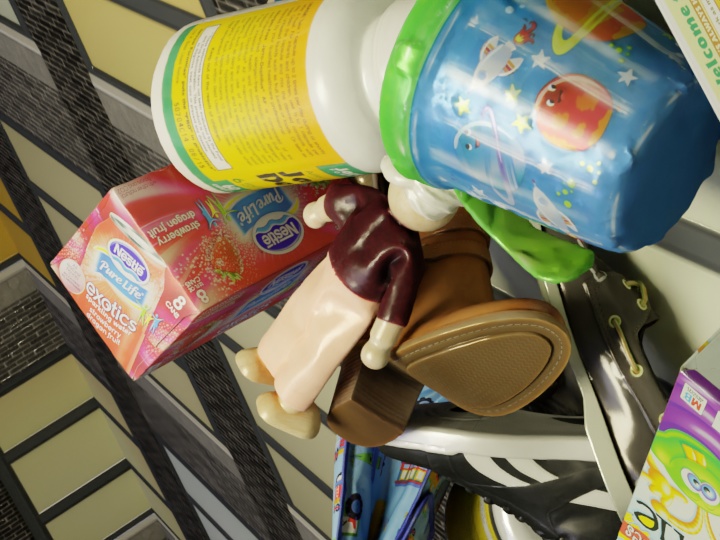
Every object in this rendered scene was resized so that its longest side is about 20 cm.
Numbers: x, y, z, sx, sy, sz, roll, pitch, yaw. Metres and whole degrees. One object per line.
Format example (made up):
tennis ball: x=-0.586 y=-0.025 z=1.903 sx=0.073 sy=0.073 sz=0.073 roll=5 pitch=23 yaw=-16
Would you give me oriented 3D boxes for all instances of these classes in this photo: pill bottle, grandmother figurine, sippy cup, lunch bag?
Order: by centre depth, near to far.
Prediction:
sippy cup: x=0.100 y=-0.077 z=0.745 sx=0.130 sy=0.140 sz=0.178 roll=34 pitch=178 yaw=30
grandmother figurine: x=0.000 y=0.000 z=0.892 sx=0.200 sy=0.060 sz=0.122 roll=-51 pitch=58 yaw=30
pill bottle: x=-0.022 y=-0.111 z=0.933 sx=0.199 sy=0.113 sz=0.113 roll=-5 pitch=119 yaw=39
lunch bag: x=0.012 y=0.168 z=1.067 sx=0.094 sy=0.201 sz=0.151 roll=14 pitch=161 yaw=6
pill bottle: x=0.123 y=0.176 z=1.105 sx=0.112 sy=0.112 sz=0.200 roll=56 pitch=162 yaw=6

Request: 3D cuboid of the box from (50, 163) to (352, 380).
box: x=-0.094 y=-0.021 z=1.045 sx=0.100 sy=0.200 sz=0.095 roll=54 pitch=131 yaw=7

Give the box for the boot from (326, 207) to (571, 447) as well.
boot: x=0.060 y=0.011 z=0.926 sx=0.074 sy=0.155 sz=0.200 roll=39 pitch=142 yaw=-24

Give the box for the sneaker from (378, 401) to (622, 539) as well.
sneaker: x=0.103 y=0.147 z=0.967 sx=0.073 sy=0.199 sz=0.113 roll=-36 pitch=-52 yaw=-72

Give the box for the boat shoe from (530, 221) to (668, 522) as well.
boat shoe: x=0.146 y=0.040 z=0.901 sx=0.072 sy=0.060 sz=0.202 roll=23 pitch=-131 yaw=-79

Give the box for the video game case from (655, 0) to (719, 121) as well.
video game case: x=0.154 y=-0.150 z=0.586 sx=0.201 sy=0.022 sz=0.182 roll=62 pitch=160 yaw=1

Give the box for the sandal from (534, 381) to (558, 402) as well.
sandal: x=0.050 y=0.061 z=1.117 sx=0.199 sy=0.055 sz=0.082 roll=23 pitch=168 yaw=31

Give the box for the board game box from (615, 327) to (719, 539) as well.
board game box: x=0.207 y=0.095 z=0.750 sx=0.105 sy=0.103 sz=0.200 roll=41 pitch=157 yaw=22

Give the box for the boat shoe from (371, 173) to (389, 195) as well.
boat shoe: x=0.039 y=-0.032 z=1.066 sx=0.072 sy=0.059 sz=0.200 roll=47 pitch=159 yaw=27

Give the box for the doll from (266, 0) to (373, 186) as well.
doll: x=-0.016 y=-0.149 z=1.039 sx=0.136 sy=0.048 sz=0.200 roll=44 pitch=158 yaw=33
